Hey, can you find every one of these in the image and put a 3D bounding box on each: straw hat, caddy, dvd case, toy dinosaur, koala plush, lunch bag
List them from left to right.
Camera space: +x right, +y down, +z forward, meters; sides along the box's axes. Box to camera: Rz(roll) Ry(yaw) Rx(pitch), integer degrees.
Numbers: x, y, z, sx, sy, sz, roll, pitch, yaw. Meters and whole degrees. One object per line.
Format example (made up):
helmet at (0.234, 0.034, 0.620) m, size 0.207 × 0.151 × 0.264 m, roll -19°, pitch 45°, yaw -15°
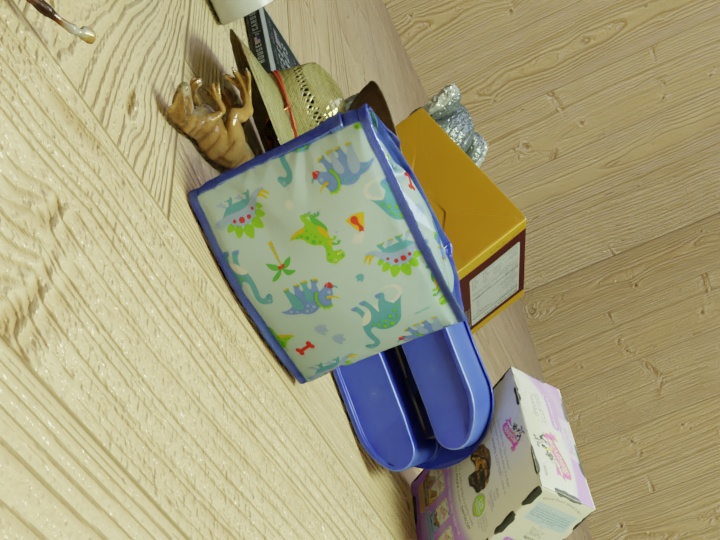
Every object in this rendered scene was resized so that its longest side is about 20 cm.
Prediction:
toy dinosaur at (-0.117, -0.115, 0.934) m, size 0.200 × 0.059 × 0.108 m, roll 41°, pitch 49°, yaw -51°
dvd case at (-0.086, -0.226, 1.312) m, size 0.201 × 0.024 × 0.152 m, roll 54°, pitch 18°, yaw -52°
straw hat at (-0.057, -0.153, 1.029) m, size 0.201 × 0.084 × 0.205 m, roll 160°, pitch -89°, yaw -84°
lunch bag at (-0.025, -0.028, 0.876) m, size 0.201 × 0.168 × 0.129 m, roll 56°, pitch 17°, yaw -39°
caddy at (0.054, 0.108, 1.067) m, size 0.203 × 0.139 × 0.105 m, roll 69°, pitch 17°, yaw 5°
koala plush at (0.087, -0.185, 1.569) m, size 0.178 × 0.197 × 0.186 m, roll 57°, pitch 12°, yaw -43°

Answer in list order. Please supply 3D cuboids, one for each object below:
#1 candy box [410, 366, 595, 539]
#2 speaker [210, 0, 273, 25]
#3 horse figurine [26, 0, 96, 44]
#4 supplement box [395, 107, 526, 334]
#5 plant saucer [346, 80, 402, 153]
candy box at (0.139, 0.232, 1.077) m, size 0.071 × 0.201 × 0.169 m, roll 25°, pitch 31°, yaw -20°
speaker at (-0.157, -0.370, 1.112) m, size 0.081 × 0.080 × 0.203 m, roll -80°, pitch 147°, yaw -69°
horse figurine at (-0.215, -0.237, 0.652) m, size 0.132 × 0.049 × 0.204 m, roll 21°, pitch 54°, yaw -51°
supplement box at (0.088, -0.042, 1.256) m, size 0.198 × 0.132 × 0.201 m, roll 50°, pitch -11°, yaw 25°
plant saucer at (0.014, -0.085, 1.041) m, size 0.200 × 0.036 × 0.205 m, roll 167°, pitch -89°, yaw -83°
